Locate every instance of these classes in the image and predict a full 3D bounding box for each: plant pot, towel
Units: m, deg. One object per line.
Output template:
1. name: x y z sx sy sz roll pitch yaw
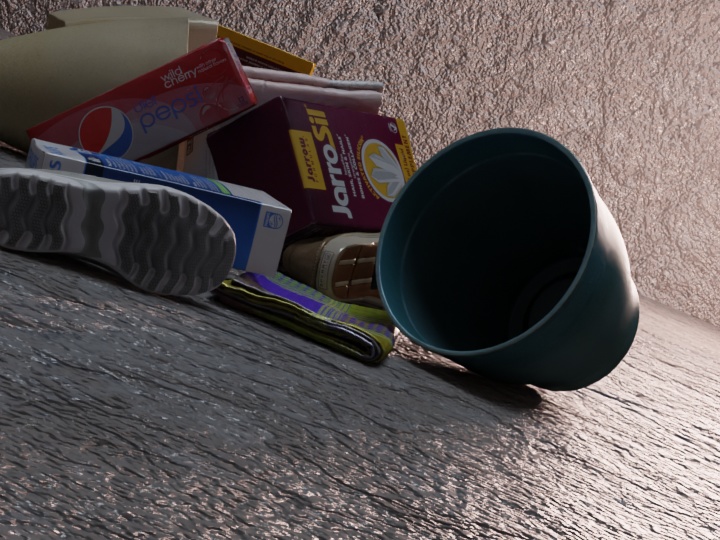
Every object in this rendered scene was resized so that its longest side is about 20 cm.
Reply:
1. plant pot: -0.285 -0.179 1.637 0.198 0.189 0.187 6 8 -8
2. plant pot: 0.145 0.010 1.348 0.199 0.201 0.188 26 -7 39
3. towel: -0.036 0.030 1.275 0.143 0.023 0.200 21 6 6
4. plant pot: -0.297 -0.229 1.936 0.176 0.201 0.200 6 11 -23
5. towel: -0.086 -0.146 1.630 0.189 0.032 0.200 5 -26 -12

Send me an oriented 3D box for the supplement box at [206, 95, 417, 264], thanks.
1. supplement box: -0.035 -0.080 1.519 0.103 0.132 0.199 -24 -16 34

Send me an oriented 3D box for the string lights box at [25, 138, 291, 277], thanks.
1. string lights box: -0.165 -0.051 1.260 0.199 0.059 0.103 12 7 -18

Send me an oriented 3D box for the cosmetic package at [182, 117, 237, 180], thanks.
1. cosmetic package: -0.081 -0.078 1.623 0.199 0.102 0.074 17 -31 -36

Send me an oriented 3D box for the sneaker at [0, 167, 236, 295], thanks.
1. sneaker: -0.181 -0.040 1.124 0.199 0.075 0.082 18 8 -26

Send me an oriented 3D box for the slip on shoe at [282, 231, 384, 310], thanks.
1. slip on shoe: 0.000 0.000 1.476 0.060 0.077 0.200 13 7 30

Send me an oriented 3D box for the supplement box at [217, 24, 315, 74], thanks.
1. supplement box: -0.191 -0.240 2.275 0.196 0.201 0.133 21 6 -3

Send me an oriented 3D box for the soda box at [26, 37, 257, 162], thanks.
1. soda box: -0.196 -0.139 1.436 0.063 0.199 0.070 -87 152 -83
